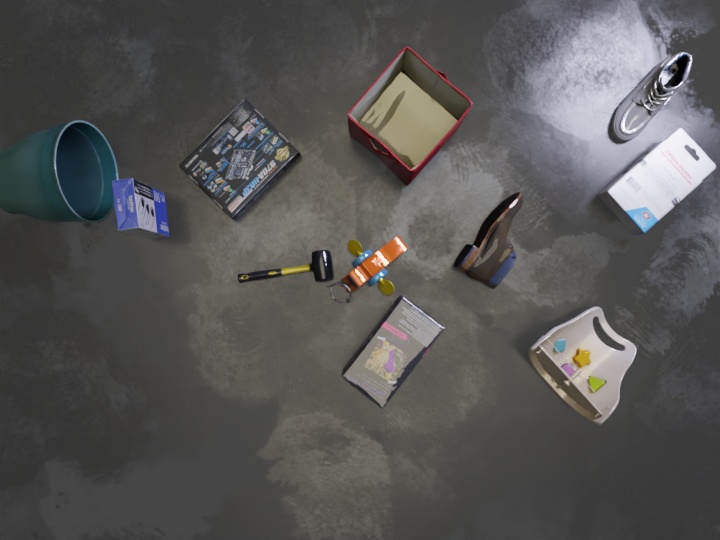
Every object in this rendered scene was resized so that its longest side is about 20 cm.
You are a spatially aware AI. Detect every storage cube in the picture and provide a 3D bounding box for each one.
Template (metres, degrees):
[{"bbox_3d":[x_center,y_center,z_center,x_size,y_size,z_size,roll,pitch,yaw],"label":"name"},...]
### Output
[{"bbox_3d":[0.094,-0.298,1.446,0.171,0.180,0.200,41,88,2],"label":"storage cube"}]

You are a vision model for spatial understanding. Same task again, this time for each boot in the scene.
[{"bbox_3d":[0.289,-0.059,1.498,0.097,0.075,0.200,37,96,-10],"label":"boot"},{"bbox_3d":[0.592,-0.357,1.485,0.074,0.096,0.200,34,89,2],"label":"boot"}]

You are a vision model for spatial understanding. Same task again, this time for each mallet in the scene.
[{"bbox_3d":[-0.153,0.012,1.512,0.200,0.041,0.066,-16,85,4],"label":"mallet"}]

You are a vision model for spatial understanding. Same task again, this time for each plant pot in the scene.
[{"bbox_3d":[-0.620,-0.185,1.453,0.188,0.200,0.200,-5,88,16],"label":"plant pot"}]

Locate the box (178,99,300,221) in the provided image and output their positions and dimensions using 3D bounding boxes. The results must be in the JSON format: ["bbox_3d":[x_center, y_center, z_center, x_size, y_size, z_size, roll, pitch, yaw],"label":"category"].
[{"bbox_3d":[-0.249,-0.228,1.513,0.159,0.046,0.200,44,89,2],"label":"box"}]

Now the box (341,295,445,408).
[{"bbox_3d":[0.063,0.159,1.459,0.106,0.122,0.200,38,89,1],"label":"box"}]

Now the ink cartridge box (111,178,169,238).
[{"bbox_3d":[-0.428,-0.118,1.434,0.044,0.200,0.094,-8,88,1],"label":"ink cartridge box"}]

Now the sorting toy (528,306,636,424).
[{"bbox_3d":[0.458,0.173,1.473,0.180,0.107,0.200,-41,88,-8],"label":"sorting toy"}]

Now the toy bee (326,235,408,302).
[{"bbox_3d":[0.000,0.000,1.487,0.200,0.109,0.131,-14,79,-25],"label":"toy bee"}]

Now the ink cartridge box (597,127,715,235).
[{"bbox_3d":[0.605,-0.181,1.493,0.200,0.068,0.116,-41,88,-1],"label":"ink cartridge box"}]
